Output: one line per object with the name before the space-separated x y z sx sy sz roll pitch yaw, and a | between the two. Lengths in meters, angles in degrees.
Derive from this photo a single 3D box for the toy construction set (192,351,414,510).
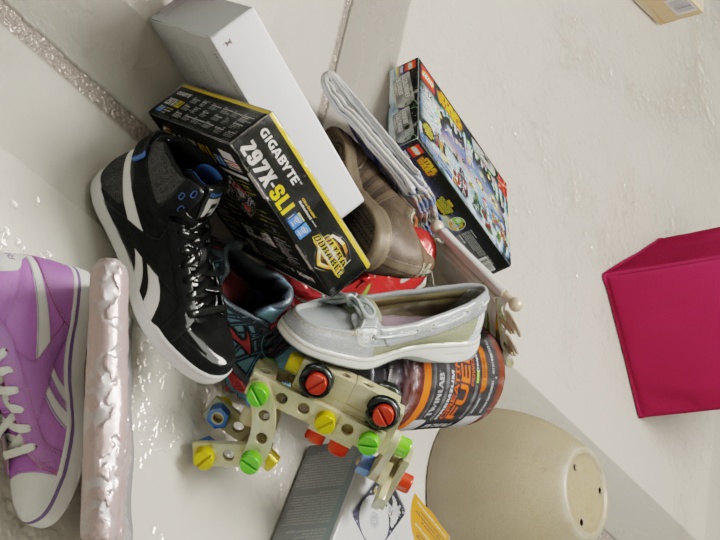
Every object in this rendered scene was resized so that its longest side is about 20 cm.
toy construction set | -0.033 0.140 1.463 0.199 0.132 0.092 21 18 -17

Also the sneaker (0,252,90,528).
sneaker | -0.263 0.084 1.265 0.114 0.072 0.202 17 63 -42

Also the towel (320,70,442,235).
towel | 0.021 -0.107 1.622 0.147 0.024 0.200 51 0 12

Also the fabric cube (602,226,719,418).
fabric cube | 0.450 0.056 2.162 0.200 0.198 0.198 -27 104 -54

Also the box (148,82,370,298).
box | -0.087 -0.070 1.436 0.049 0.200 0.160 -38 115 -14

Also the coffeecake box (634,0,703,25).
coffeecake box | 0.403 -0.463 2.339 0.153 0.073 0.202 29 58 -47

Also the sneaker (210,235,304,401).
sneaker | -0.092 0.046 1.483 0.200 0.095 0.080 49 46 -36

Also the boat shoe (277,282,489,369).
boat shoe | 0.022 0.041 1.474 0.200 0.074 0.065 3 116 -30

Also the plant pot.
plant pot | 0.177 0.236 1.783 0.200 0.134 0.202 18 67 -51

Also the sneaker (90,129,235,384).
sneaker | -0.137 -0.017 1.374 0.073 0.112 0.201 -19 78 -53

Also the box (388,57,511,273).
box | 0.094 -0.107 1.805 0.200 0.040 0.138 51 26 -35

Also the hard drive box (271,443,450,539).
hard drive box | -0.010 0.280 1.555 0.156 0.076 0.201 52 44 -33

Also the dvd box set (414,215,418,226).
dvd box set | -0.009 -0.006 1.669 0.146 0.029 0.202 41 51 -40

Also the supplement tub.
supplement tub | 0.042 0.096 1.594 0.199 0.106 0.108 2 80 -53

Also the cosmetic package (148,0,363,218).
cosmetic package | -0.091 -0.140 1.486 0.052 0.151 0.201 -36 117 -12

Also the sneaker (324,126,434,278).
sneaker | 0.006 -0.054 1.539 0.075 0.071 0.201 22 27 -30

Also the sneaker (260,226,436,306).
sneaker | 0.000 0.000 1.569 0.199 0.085 0.078 -17 84 -36

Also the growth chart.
growth chart | 0.107 0.035 1.678 0.018 0.200 0.145 -36 70 -16

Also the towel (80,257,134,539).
towel | -0.187 0.110 1.289 0.191 0.032 0.202 110 -20 -76
